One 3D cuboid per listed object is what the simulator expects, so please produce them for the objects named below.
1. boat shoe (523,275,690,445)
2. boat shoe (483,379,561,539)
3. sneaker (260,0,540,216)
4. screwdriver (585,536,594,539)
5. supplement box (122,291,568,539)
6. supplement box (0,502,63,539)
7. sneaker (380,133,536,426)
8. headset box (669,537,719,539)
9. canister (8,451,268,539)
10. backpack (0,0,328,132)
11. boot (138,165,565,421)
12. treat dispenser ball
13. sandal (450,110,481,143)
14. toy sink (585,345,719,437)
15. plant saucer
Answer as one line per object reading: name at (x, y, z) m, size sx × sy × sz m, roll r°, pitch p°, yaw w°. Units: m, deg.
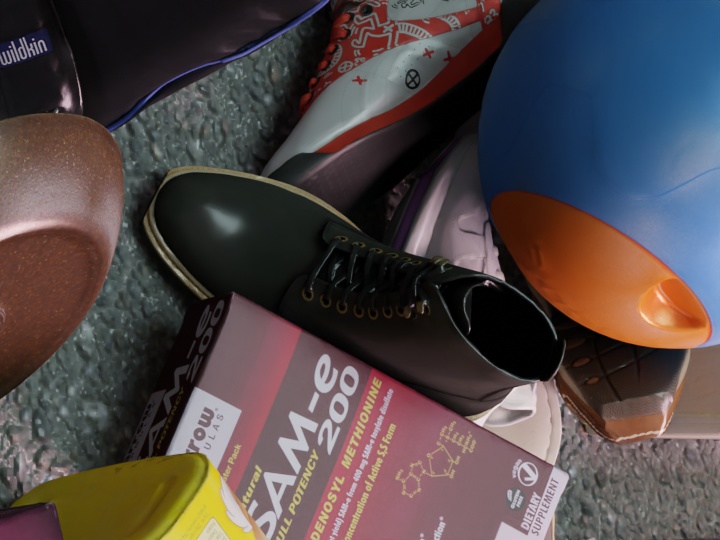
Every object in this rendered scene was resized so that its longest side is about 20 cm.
boat shoe at (0.135, 0.045, 1.579) m, size 0.200 × 0.075 × 0.074 m, roll -101°, pitch -178°, yaw -65°
boat shoe at (0.071, 0.124, 1.555) m, size 0.071 × 0.060 × 0.202 m, roll -4°, pitch 78°, yaw -8°
sneaker at (0.002, -0.110, 1.527) m, size 0.201 × 0.108 × 0.067 m, roll -37°, pitch 155°, yaw -15°
screwdriver at (0.042, 0.198, 1.464) m, size 0.200 × 0.029 × 0.028 m, roll -46°, pitch 148°, yaw -13°
supplement box at (-0.009, 0.104, 1.408) m, size 0.199 × 0.061 × 0.109 m, roll 28°, pitch 72°, yaw -19°
supplement box at (-0.210, 0.184, 1.189) m, size 0.199 × 0.103 × 0.132 m, roll -17°, pitch 93°, yaw -49°
sneaker at (0.050, 0.029, 1.520) m, size 0.099 × 0.075 × 0.201 m, roll 17°, pitch 73°, yaw -6°
headset box at (0.211, 0.227, 1.679) m, size 0.199 × 0.077 × 0.150 m, roll 3°, pitch 79°, yaw -47°
canister at (-0.070, 0.184, 1.316) m, size 0.200 × 0.148 × 0.087 m, roll 55°, pitch 47°, yaw -22°
backpack at (-0.118, -0.180, 1.314) m, size 0.191 × 0.199 × 0.154 m, roll 52°, pitch 15°, yaw -30°
boot at (0.000, 0.000, 1.395) m, size 0.199 × 0.138 × 0.078 m, roll 26°, pitch 75°, yaw -10°
treat dispenser ball at (0.158, -0.062, 1.468) m, size 0.200 × 0.200 × 0.202 m, roll 13°, pitch 72°, yaw -46°
sandal at (0.072, -0.084, 1.609) m, size 0.208 × 0.059 × 0.079 m, roll 63°, pitch 23°, yaw 11°
toy sink at (0.240, 0.042, 1.702) m, size 0.199 × 0.130 × 0.113 m, roll 5°, pitch 85°, yaw -47°
plant saucer at (-0.172, 0.017, 1.206) m, size 0.200 × 0.201 × 0.037 m, roll -12°, pitch 57°, yaw -49°
